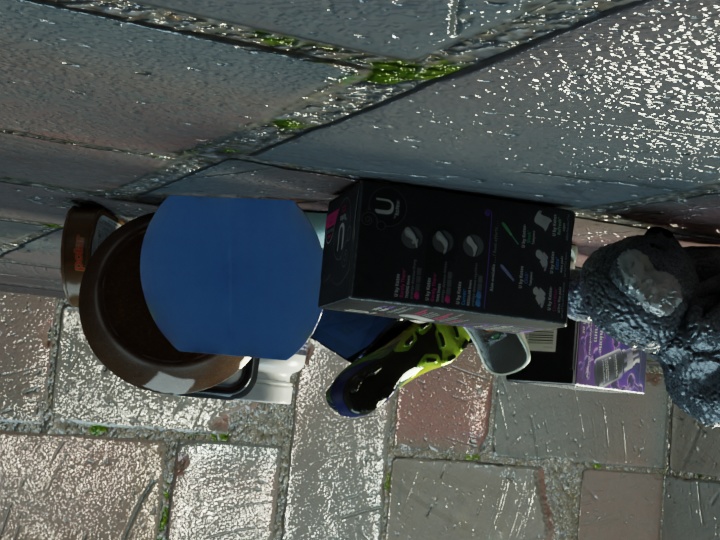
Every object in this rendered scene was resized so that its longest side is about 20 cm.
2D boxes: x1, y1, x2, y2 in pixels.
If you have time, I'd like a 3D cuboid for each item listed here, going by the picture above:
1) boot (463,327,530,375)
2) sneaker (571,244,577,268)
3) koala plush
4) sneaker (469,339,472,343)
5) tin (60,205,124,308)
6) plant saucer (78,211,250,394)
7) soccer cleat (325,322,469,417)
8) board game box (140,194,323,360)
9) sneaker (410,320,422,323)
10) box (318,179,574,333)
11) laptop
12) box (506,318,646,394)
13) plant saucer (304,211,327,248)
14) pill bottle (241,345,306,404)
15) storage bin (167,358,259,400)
[{"bbox_3d":[0.126,-0.001,1.343,0.072,0.145,0.200,-16,134,7],"label":"boot"},{"bbox_3d":[0.197,0.020,1.401,0.074,0.089,0.200,4,176,2],"label":"sneaker"},{"bbox_3d":[0.285,0.034,1.141,0.200,0.184,0.177,20,169,-20],"label":"koala plush"},{"bbox_3d":[0.081,0.052,1.641,0.199,0.077,0.111,2,-146,0],"label":"sneaker"},{"bbox_3d":[-0.298,-0.010,1.417,0.042,0.112,0.200,5,175,2],"label":"tin"},{"bbox_3d":[-0.191,0.026,1.289,0.200,0.201,0.034,6,161,-7],"label":"plant saucer"},{"bbox_3d":[0.042,0.103,1.441,0.200,0.065,0.084,-32,-168,-29],"label":"soccer cleat"},{"bbox_3d":[-0.121,0.004,1.239,0.199,0.159,0.039,3,-170,18],"label":"board game box"},{"bbox_3d":[0.052,-0.003,1.266,0.080,0.071,0.200,-40,151,18],"label":"sneaker"},{"bbox_3d":[0.075,-0.009,1.112,0.199,0.106,0.122,7,172,-15],"label":"box"},{"bbox_3d":[0.039,0.024,1.519,0.187,0.116,0.200,-28,166,-36],"label":"laptop"},{"bbox_3d":[0.288,0.082,1.630,0.104,0.149,0.200,0,173,40],"label":"box"},{"bbox_3d":[-0.026,-0.031,1.349,0.199,0.036,0.200,5,174,1],"label":"plant saucer"},{"bbox_3d":[-0.128,0.082,1.732,0.111,0.201,0.111,5,174,1],"label":"pill bottle"},{"bbox_3d":[-0.185,0.029,1.386,0.145,0.201,0.134,5,163,4],"label":"storage bin"}]
